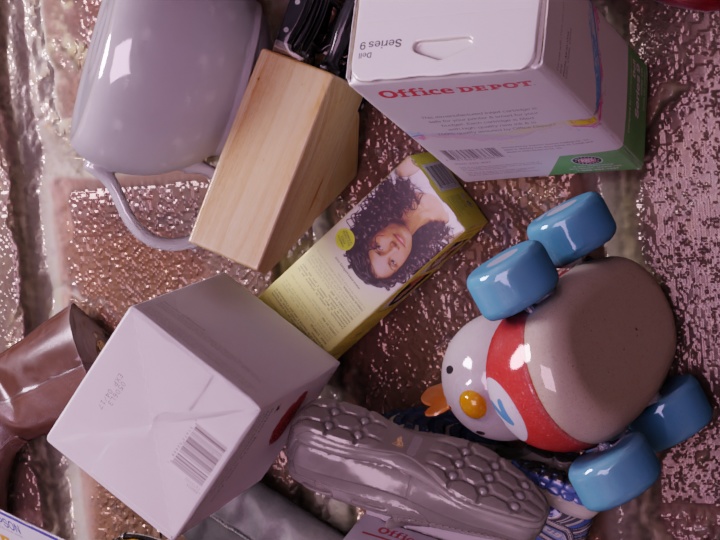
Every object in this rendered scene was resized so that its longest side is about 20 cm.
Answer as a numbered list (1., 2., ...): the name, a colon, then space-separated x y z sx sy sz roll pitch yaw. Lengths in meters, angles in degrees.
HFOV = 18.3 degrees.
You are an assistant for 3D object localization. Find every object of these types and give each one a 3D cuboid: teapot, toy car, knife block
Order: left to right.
1. teapot: -0.131 -0.151 1.688 0.145 0.199 0.201 16 135 -12
2. knife block: -0.050 -0.122 1.641 0.064 0.200 0.177 21 136 22
3. toy car: 0.114 0.077 1.598 0.199 0.177 0.185 -24 98 39

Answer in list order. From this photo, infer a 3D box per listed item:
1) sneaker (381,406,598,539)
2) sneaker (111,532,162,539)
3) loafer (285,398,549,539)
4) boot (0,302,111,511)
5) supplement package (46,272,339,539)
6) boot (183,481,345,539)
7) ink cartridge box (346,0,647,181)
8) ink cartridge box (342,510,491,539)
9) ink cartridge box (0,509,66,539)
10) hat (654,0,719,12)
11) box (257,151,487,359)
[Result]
1. sneaker: 0.083 0.165 1.669 0.199 0.077 0.086 18 109 23
2. sneaker: -0.194 0.242 1.795 0.198 0.078 0.083 -1 133 32
3. loafer: 0.040 0.155 1.614 0.198 0.070 0.070 21 127 14
4. boot: -0.267 0.143 1.850 0.199 0.064 0.188 -24 89 22
5. supplement package: -0.116 0.093 1.620 0.119 0.200 0.122 36 105 8
6. boot: -0.086 0.172 1.755 0.199 0.072 0.183 35 125 25
7. ink cartridge box: 0.098 -0.136 1.539 0.144 0.200 0.088 -3 73 27
8. ink cartridge box: 0.038 0.260 1.672 0.115 0.067 0.202 14 124 25
9. ink cartridge box: -0.191 0.275 1.710 0.195 0.043 0.202 16 128 45
10. hat: 0.111 -0.194 1.598 0.176 0.166 0.200 48 161 -21
11. box: 0.000 0.000 1.698 0.200 0.050 0.075 -44 78 25
